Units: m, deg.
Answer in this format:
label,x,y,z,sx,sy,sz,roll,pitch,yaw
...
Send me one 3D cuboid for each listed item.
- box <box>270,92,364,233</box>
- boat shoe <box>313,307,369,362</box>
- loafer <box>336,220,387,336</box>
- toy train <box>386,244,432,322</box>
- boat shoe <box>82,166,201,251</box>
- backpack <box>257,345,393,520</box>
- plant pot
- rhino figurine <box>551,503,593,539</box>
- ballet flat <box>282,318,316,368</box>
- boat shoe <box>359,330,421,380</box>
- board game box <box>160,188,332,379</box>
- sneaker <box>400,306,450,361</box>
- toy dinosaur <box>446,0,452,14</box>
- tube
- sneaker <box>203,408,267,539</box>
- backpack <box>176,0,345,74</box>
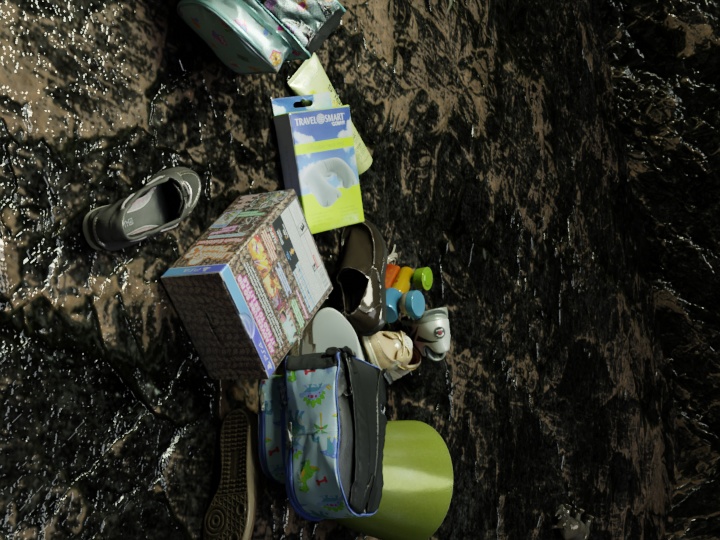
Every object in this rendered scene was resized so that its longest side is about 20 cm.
label,x,y,z,sx,sy,sz,roll,pitch,yaw
box,-0.062,-0.162,1.346,0.121,0.047,0.203,-16,102,-40
boat shoe,-0.023,0.145,1.400,0.064,0.070,0.202,-106,173,-73
loafer,0.000,0.000,1.409,0.071,0.072,0.202,34,40,-48
toy train,0.072,0.011,1.520,0.201,0.114,0.085,-61,136,-43
boat shoe,-0.236,-0.073,1.051,0.200,0.056,0.068,-41,121,-54
backpack,-0.045,0.220,1.168,0.183,0.145,0.203,37,46,-62
plant pot,0.004,0.305,1.333,0.198,0.186,0.190,18,70,-40
rhino figurine,0.543,0.654,2.321,0.200,0.059,0.089,38,65,-48
ballet flat,-0.089,0.057,1.315,0.067,0.046,0.203,35,53,-57
boat shoe,0.053,0.129,1.478,0.075,0.068,0.200,69,10,19
board game box,-0.140,0.016,1.169,0.201,0.096,0.161,-54,132,-48
sneaker,0.116,0.114,1.563,0.200,0.073,0.090,116,-39,-86
toy dinosaur,0.139,-0.606,1.771,0.102,0.076,0.203,-3,95,-48
tube,-0.046,-0.238,1.413,0.201,0.051,0.058,58,12,-33
sneaker,-0.146,0.283,1.155,0.075,0.070,0.203,33,60,-55
backpack,-0.145,-0.349,1.129,0.153,0.175,0.201,-46,120,-14
